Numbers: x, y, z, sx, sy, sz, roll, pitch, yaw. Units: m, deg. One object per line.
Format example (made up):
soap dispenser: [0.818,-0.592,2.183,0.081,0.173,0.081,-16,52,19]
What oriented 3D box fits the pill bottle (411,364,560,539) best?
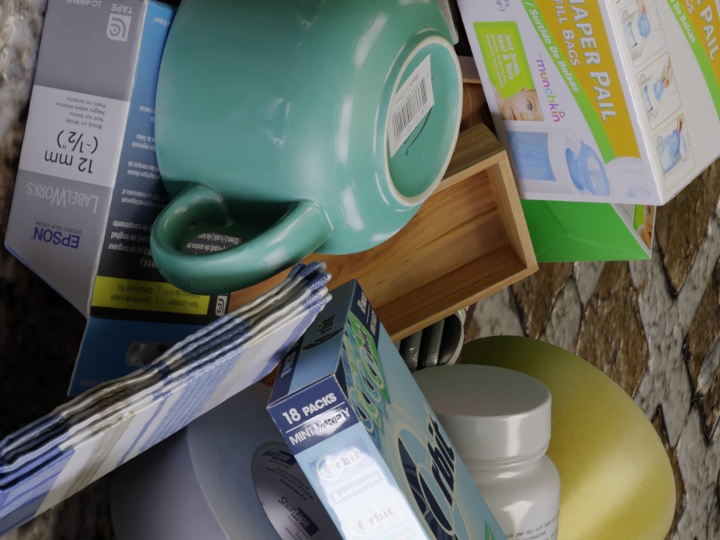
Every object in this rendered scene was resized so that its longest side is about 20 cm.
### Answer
pill bottle: [0.065,0.167,1.381,0.113,0.113,0.201,-28,125,-58]

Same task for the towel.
towel: [-0.109,0.068,1.105,0.200,0.024,0.147,-31,171,-24]

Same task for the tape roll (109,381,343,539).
tape roll: [-0.044,0.157,1.244,0.066,0.201,0.200,-42,164,21]

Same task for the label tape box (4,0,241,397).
label tape box: [-0.117,-0.038,1.164,0.143,0.066,0.201,7,96,-64]

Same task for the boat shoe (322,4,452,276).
boat shoe: [-0.008,-0.093,1.361,0.074,0.066,0.201,30,77,-25]

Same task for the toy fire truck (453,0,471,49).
toy fire truck: [0.059,-0.254,1.371,0.141,0.049,0.201,66,12,-64]

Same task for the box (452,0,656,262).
box: [0.130,-0.124,1.489,0.200,0.096,0.177,46,49,-56]

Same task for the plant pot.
plant pot: [0.096,0.167,1.539,0.142,0.199,0.201,-44,138,-42]

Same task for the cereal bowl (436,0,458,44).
cereal bowl: [-0.007,-0.214,1.252,0.200,0.083,0.201,-15,90,-87]

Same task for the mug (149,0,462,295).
mug: [-0.021,-0.070,1.140,0.152,0.114,0.186,13,89,-64]

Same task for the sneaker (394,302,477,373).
sneaker: [0.042,0.041,1.505,0.200,0.075,0.116,-67,165,-52]

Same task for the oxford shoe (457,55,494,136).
oxford shoe: [-0.002,-0.091,1.289,0.199,0.071,0.072,0,97,-30]

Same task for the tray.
tray: [0.000,0.000,1.307,0.200,0.037,0.099,-27,132,-8]

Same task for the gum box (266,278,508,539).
gum box: [0.023,0.120,1.218,0.200,0.044,0.170,59,12,-12]

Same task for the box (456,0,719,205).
box: [0.132,-0.149,1.283,0.101,0.112,0.201,-39,119,-38]
